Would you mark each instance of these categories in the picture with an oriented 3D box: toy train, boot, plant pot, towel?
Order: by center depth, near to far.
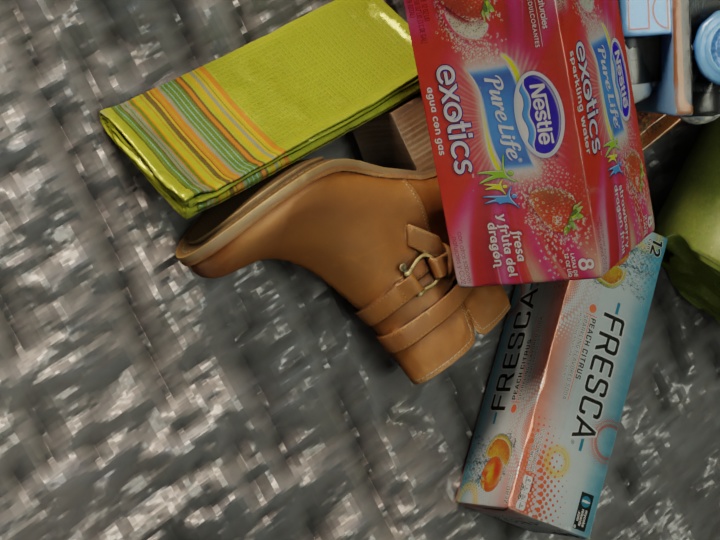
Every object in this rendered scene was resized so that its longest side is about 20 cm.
[{"bbox_3d":[-0.046,-0.103,1.013,0.199,0.018,0.086,-31,63,-28],"label":"towel"},{"bbox_3d":[0.000,0.000,1.033,0.199,0.074,0.156,-31,107,-26],"label":"boot"},{"bbox_3d":[0.178,-0.188,1.065,0.113,0.087,0.202,-4,100,-10],"label":"toy train"},{"bbox_3d":[0.287,-0.057,1.157,0.200,0.200,0.190,41,81,-22],"label":"plant pot"}]

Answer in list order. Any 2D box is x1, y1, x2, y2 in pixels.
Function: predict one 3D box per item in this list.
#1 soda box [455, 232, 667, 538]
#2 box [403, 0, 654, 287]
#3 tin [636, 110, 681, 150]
[{"bbox_3d":[0.127,0.062,1.108,0.068,0.063,0.202,23,77,-26],"label":"soda box"},{"bbox_3d":[0.098,-0.100,1.017,0.100,0.095,0.202,-32,114,-58],"label":"box"},{"bbox_3d":[0.152,-0.128,1.124,0.200,0.042,0.112,-37,114,-12],"label":"tin"}]
